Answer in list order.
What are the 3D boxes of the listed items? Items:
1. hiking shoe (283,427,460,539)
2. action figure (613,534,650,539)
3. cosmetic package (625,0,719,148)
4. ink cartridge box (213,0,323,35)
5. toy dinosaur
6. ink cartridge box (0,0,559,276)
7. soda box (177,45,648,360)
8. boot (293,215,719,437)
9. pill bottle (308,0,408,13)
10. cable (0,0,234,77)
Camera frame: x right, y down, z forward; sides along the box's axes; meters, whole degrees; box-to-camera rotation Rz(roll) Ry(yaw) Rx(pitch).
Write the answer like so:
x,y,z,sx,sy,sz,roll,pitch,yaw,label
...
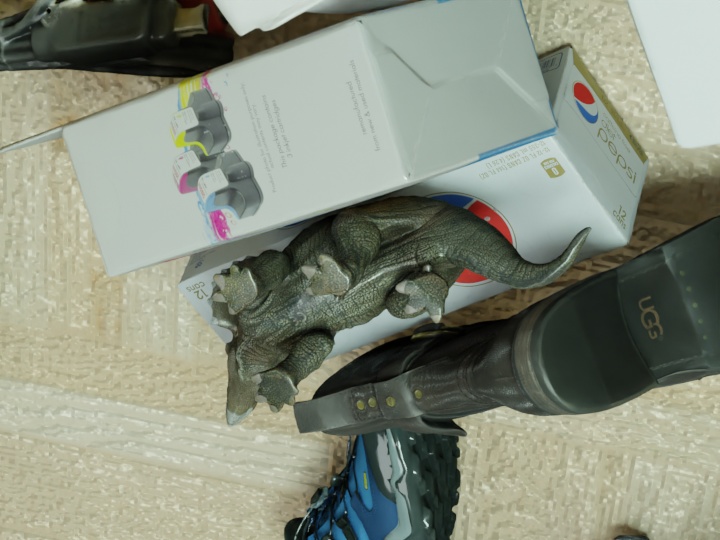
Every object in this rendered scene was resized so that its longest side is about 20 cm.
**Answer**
x,y,z,sx,sy,sz,roll,pitch,yaw,label
0.002,0.124,1.355,0.086,0.075,0.201,4,130,12,hiking shoe
0.154,0.232,1.324,0.104,0.193,0.201,-1,103,21,action figure
0.173,-0.172,0.937,0.167,0.200,0.167,-8,123,24,cosmetic package
-0.030,-0.201,0.941,0.145,0.084,0.200,-27,108,29,ink cartridge box
0.000,0.000,1.165,0.200,0.102,0.077,-30,102,24,toy dinosaur
-0.036,-0.052,1.154,0.200,0.115,0.068,-16,92,37,ink cartridge box
0.022,-0.021,1.236,0.200,0.064,0.068,-21,120,31,soda box
0.088,0.028,1.234,0.174,0.199,0.070,-15,88,56,boot
-0.008,-0.207,1.057,0.113,0.114,0.201,10,131,9,pill bottle
-0.133,-0.109,1.222,0.199,0.051,0.097,-3,164,24,cable
